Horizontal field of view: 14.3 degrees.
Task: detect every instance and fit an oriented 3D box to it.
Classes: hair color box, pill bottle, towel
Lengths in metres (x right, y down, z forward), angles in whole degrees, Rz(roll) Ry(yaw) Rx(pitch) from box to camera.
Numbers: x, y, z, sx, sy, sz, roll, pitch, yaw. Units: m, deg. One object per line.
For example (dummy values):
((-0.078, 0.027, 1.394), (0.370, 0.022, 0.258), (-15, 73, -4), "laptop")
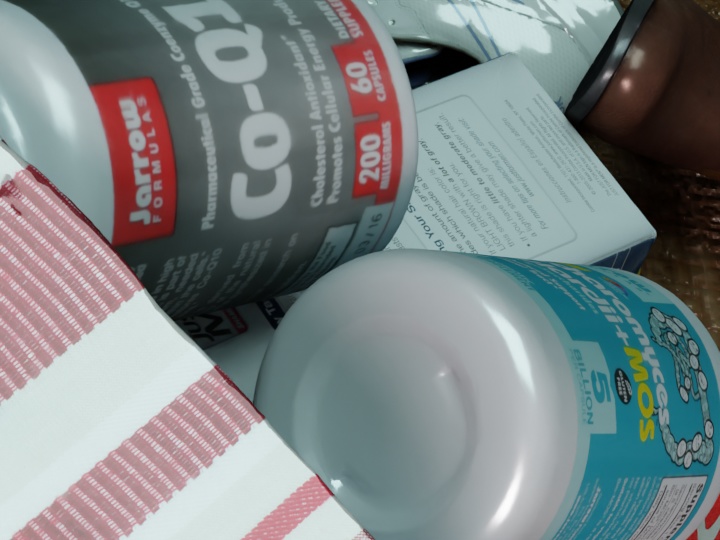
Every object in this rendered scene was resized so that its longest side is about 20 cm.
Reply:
((0.000, 0.000, 1.066), (0.200, 0.061, 0.100), (-22, 62, -30), "hair color box")
((0.057, 0.051, 0.974), (0.111, 0.111, 0.200), (50, 21, 22), "pill bottle")
((-0.093, 0.072, 0.788), (0.144, 0.023, 0.200), (-40, 81, -18), "towel")
((-0.087, -0.035, 0.924), (0.200, 0.114, 0.114), (-13, 56, -44), "pill bottle")

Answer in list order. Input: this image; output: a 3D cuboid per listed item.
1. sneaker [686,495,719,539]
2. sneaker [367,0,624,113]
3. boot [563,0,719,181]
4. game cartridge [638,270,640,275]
((0.171, 0.062, 1.092), (0.077, 0.085, 0.200), (39, 51, 16), "sneaker")
((0.019, -0.127, 1.206), (0.200, 0.075, 0.087), (39, 62, 18), "sneaker")
((0.185, -0.032, 1.135), (0.200, 0.188, 0.069), (34, 93, 16), "boot")
((0.015, 0.036, 1.099), (0.176, 0.032, 0.200), (16, 49, -4), "game cartridge")
